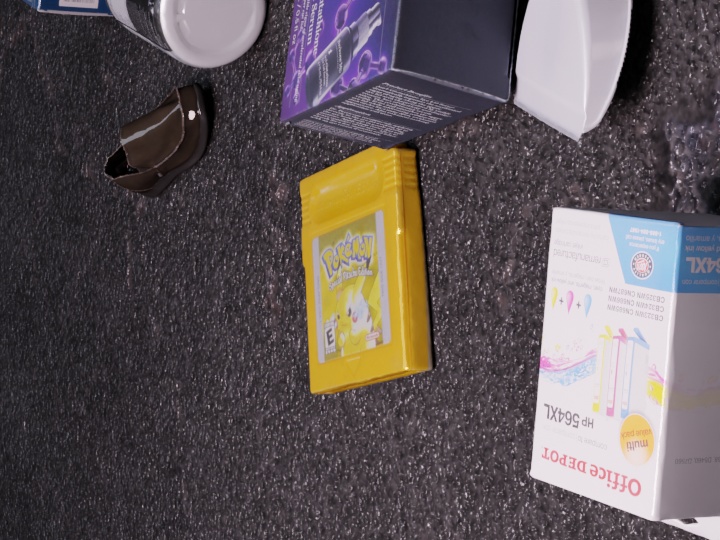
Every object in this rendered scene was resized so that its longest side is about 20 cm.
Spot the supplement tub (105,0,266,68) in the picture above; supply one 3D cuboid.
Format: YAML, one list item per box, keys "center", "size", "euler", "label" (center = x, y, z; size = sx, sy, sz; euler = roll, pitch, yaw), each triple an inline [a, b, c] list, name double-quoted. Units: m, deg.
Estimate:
- center: [-0.187, -0.285, 1.752]
  size: [0.200, 0.122, 0.123]
  euler: [37, 121, 55]
  label: "supplement tub"

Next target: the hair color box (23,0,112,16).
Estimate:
- center: [-0.376, -0.363, 2.112]
  size: [0.200, 0.100, 0.061]
  euler: [38, 122, 55]
  label: "hair color box"

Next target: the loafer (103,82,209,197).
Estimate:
- center: [-0.223, -0.135, 1.860]
  size: [0.200, 0.071, 0.073]
  euler: [-46, 51, 51]
  label: "loafer"

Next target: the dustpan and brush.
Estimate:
- center: [0.164, -0.203, 1.212]
  size: [0.140, 0.057, 0.200]
  euler: [-132, 43, -66]
  label: "dustpan and brush"

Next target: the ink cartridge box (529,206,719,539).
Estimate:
- center: [0.195, 0.066, 1.060]
  size: [0.129, 0.125, 0.200]
  euler: [12, 99, 60]
  label: "ink cartridge box"

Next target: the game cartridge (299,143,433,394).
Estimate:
- center: [0.000, 0.000, 1.504]
  size: [0.176, 0.032, 0.200]
  euler: [-21, 72, 59]
  label: "game cartridge"

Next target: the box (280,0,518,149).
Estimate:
- center: [0.031, -0.192, 1.356]
  size: [0.200, 0.104, 0.148]
  euler: [-18, 63, 61]
  label: "box"
